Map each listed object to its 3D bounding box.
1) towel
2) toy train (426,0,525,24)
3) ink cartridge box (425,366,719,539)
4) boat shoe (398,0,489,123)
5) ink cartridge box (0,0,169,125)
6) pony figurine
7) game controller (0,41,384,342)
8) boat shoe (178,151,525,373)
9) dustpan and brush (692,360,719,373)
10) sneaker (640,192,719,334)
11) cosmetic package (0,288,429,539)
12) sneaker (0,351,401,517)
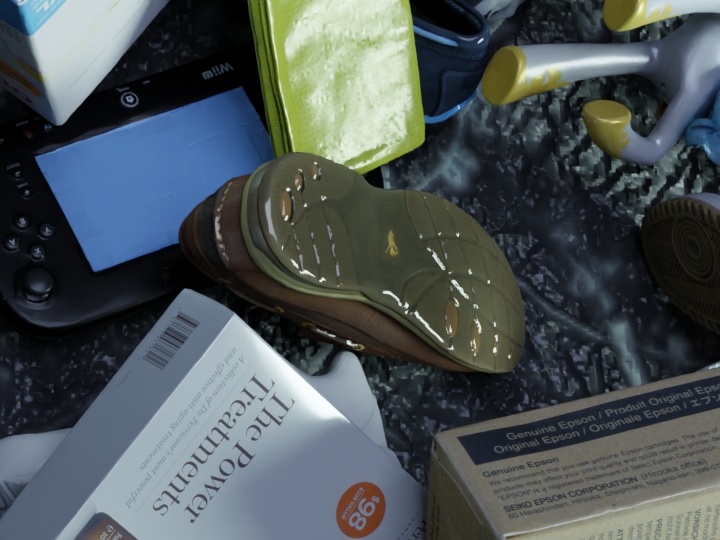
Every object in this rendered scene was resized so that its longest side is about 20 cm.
[{"bbox_3d":[-0.012,-0.131,1.262,0.086,0.018,0.201,-26,123,-30],"label":"towel"},{"bbox_3d":[0.034,-0.212,1.394,0.114,0.085,0.200,-35,88,-15],"label":"toy train"},{"bbox_3d":[0.111,0.146,1.221,0.164,0.201,0.075,-12,39,-20],"label":"ink cartridge box"},{"bbox_3d":[-0.016,-0.157,1.346,0.200,0.069,0.084,34,51,2],"label":"boat shoe"},{"bbox_3d":[-0.145,-0.163,1.238,0.128,0.200,0.125,38,78,8],"label":"ink cartridge box"},{"bbox_3d":[0.178,-0.126,1.345,0.199,0.194,0.167,9,28,-42],"label":"pony figurine"},{"bbox_3d":[-0.089,-0.039,1.303,0.199,0.042,0.105,-21,80,-27],"label":"game controller"},{"bbox_3d":[0.000,0.000,1.288,0.200,0.067,0.072,24,61,-46],"label":"boat shoe"},{"bbox_3d":[0.125,0.119,1.310,0.199,0.057,0.140,-11,102,-2],"label":"dustpan and brush"},{"bbox_3d":[0.226,-0.021,1.338,0.112,0.200,0.072,-28,107,-28],"label":"sneaker"},{"bbox_3d":[-0.075,0.133,1.180,0.151,0.052,0.200,43,80,-32],"label":"cosmetic package"},{"bbox_3d":[-0.079,0.072,1.258,0.199,0.078,0.100,1,65,-30],"label":"sneaker"}]
